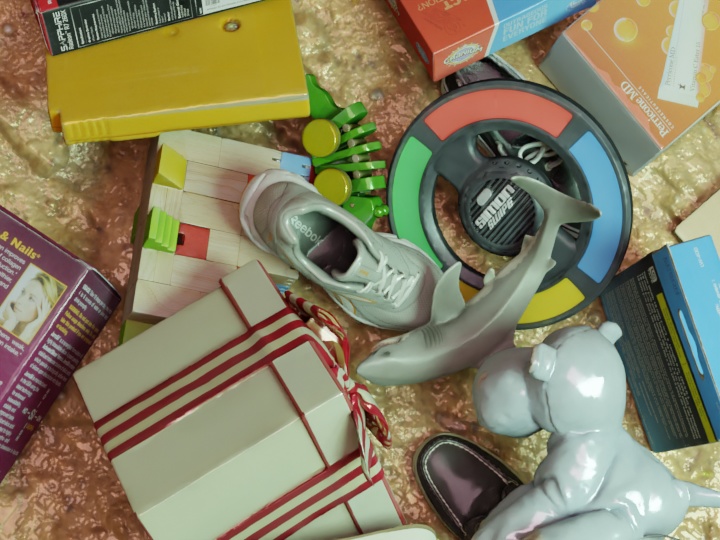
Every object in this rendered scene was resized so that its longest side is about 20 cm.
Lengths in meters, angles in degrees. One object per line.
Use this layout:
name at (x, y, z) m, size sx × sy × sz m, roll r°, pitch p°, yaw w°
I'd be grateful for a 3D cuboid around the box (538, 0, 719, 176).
box at (0.264, -0.194, 1.241) m, size 0.200 × 0.098 × 0.125 m, roll -40°, pitch 86°, yaw -9°

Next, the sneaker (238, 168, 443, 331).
sneaker at (0.000, 0.000, 1.146) m, size 0.199 × 0.092 × 0.076 m, roll 29°, pitch 94°, yaw -27°

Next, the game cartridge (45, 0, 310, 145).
game cartridge at (-0.147, -0.176, 1.195) m, size 0.197 × 0.033 × 0.178 m, roll -8°, pitch 50°, yaw -4°

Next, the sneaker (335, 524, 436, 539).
sneaker at (-0.024, 0.236, 1.020) m, size 0.198 × 0.068 × 0.090 m, roll -10°, pitch 52°, yaw -21°

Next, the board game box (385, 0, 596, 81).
board game box at (0.079, -0.269, 1.235) m, size 0.152 × 0.040 × 0.201 m, roll -26°, pitch 66°, yaw -8°

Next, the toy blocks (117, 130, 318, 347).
toy blocks at (-0.106, -0.022, 1.192) m, size 0.135 × 0.100 × 0.203 m, roll 12°, pitch 71°, yaw -16°

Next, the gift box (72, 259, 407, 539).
gift box at (-0.069, 0.135, 1.094) m, size 0.185 × 0.185 × 0.200 m, roll -31°, pitch 48°, yaw -7°

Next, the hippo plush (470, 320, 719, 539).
hippo plush at (0.140, 0.127, 1.061) m, size 0.159 × 0.199 × 0.163 m, roll -25°, pitch 97°, yaw -44°

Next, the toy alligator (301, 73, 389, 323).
toy alligator at (-0.002, -0.062, 1.209) m, size 0.054 × 0.059 × 0.203 m, roll -13°, pitch 91°, yaw 21°

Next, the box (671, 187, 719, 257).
box at (0.380, -0.008, 1.260) m, size 0.163 × 0.021 × 0.201 m, roll -40°, pitch 87°, yaw -10°

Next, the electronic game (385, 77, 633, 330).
electronic game at (0.114, -0.050, 1.189) m, size 0.197 × 0.042 × 0.203 m, roll 7°, pitch 111°, yaw 19°

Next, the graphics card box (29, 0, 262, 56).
graphics card box at (-0.168, -0.249, 1.203) m, size 0.198 × 0.051 × 0.126 m, roll -18°, pitch 51°, yaw -11°

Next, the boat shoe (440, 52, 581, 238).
boat shoe at (0.146, -0.104, 1.231) m, size 0.073 × 0.068 × 0.200 m, roll -38°, pitch 86°, yaw -9°

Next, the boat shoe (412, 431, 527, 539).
boat shoe at (0.122, 0.204, 1.182) m, size 0.072 × 0.066 × 0.201 m, roll -41°, pitch 87°, yaw -9°

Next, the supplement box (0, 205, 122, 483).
supplement box at (-0.293, 0.059, 1.141) m, size 0.130 × 0.103 × 0.201 m, roll 32°, pitch 80°, yaw 12°

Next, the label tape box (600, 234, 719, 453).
label tape box at (0.252, 0.055, 1.148) m, size 0.063 × 0.200 × 0.146 m, roll -17°, pitch 83°, yaw -8°

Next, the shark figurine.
shark figurine at (0.111, 0.033, 1.151) m, size 0.214 × 0.128 × 0.090 m, roll -45°, pitch 56°, yaw 11°
